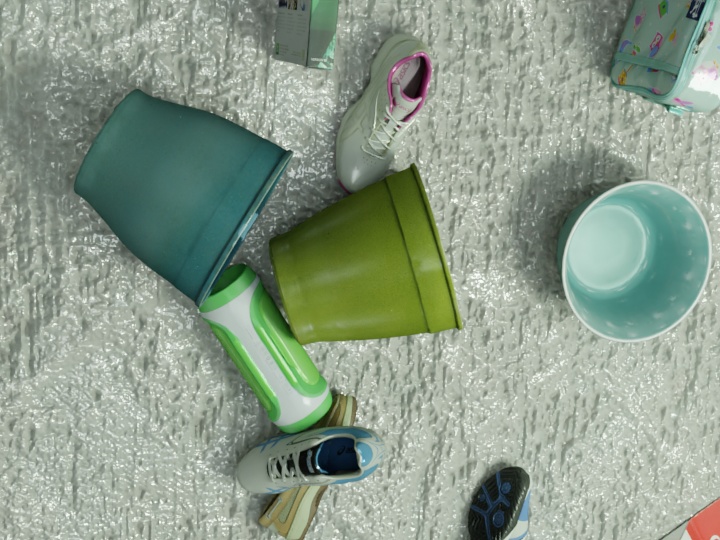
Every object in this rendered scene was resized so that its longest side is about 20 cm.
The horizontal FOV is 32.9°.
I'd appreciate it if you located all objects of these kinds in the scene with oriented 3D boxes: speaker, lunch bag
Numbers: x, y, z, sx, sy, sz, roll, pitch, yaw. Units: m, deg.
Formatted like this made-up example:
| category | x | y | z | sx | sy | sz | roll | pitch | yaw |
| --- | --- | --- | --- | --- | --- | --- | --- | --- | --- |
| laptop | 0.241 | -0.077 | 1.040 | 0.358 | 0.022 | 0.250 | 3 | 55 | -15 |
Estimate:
| category | x | y | z | sx | sy | sz | roll | pitch | yaw |
| --- | --- | --- | --- | --- | --- | --- | --- | --- | --- |
| speaker | -0.114 | 0.094 | 1.455 | 0.088 | 0.088 | 0.201 | -33 | 108 | -5 |
| lunch bag | 0.373 | -0.268 | 1.436 | 0.076 | 0.200 | 0.162 | 19 | 99 | -15 |

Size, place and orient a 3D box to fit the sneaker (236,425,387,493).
| category | x | y | z | sx | sy | sz | roll | pitch | yaw |
| --- | --- | --- | --- | --- | --- | --- | --- | --- | --- |
| sneaker | -0.067 | 0.224 | 1.446 | 0.198 | 0.072 | 0.073 | -15 | 79 | 24 |

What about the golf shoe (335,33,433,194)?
| category | x | y | z | sx | sy | sz | roll | pitch | yaw |
| --- | --- | --- | --- | --- | --- | --- | --- | --- | --- |
| golf shoe | 0.027 | -0.179 | 1.427 | 0.075 | 0.092 | 0.202 | 18 | 99 | -18 |

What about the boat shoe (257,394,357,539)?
| category | x | y | z | sx | sy | sz | roll | pitch | yaw |
| --- | --- | --- | --- | --- | --- | --- | --- | --- | --- |
| boat shoe | -0.070 | 0.238 | 1.513 | 0.076 | 0.072 | 0.201 | 24 | 95 | -2 |

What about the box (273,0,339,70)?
| category | x | y | z | sx | sy | sz | roll | pitch | yaw |
| --- | --- | --- | --- | --- | --- | --- | --- | --- | --- |
| box | -0.055 | -0.327 | 1.343 | 0.036 | 0.144 | 0.202 | 0 | 103 | -19 |

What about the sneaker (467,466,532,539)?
| category | x | y | z | sx | sy | sz | roll | pitch | yaw |
| --- | --- | --- | --- | --- | --- | --- | --- | --- | --- |
| sneaker | 0.185 | 0.352 | 1.607 | 0.077 | 0.076 | 0.202 | 11 | 101 | -39 |

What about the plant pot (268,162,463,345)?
| category | x | y | z | sx | sy | sz | roll | pitch | yaw |
| --- | --- | --- | --- | --- | --- | --- | --- | --- | --- |
| plant pot | 0.000 | 0.000 | 1.420 | 0.191 | 0.201 | 0.202 | -17 | 107 | 1 |

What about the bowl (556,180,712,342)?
| category | x | y | z | sx | sy | sz | roll | pitch | yaw |
| --- | --- | --- | --- | --- | --- | --- | --- | --- | --- |
| bowl | 0.325 | -0.020 | 1.530 | 0.199 | 0.105 | 0.203 | -3 | 103 | -14 |

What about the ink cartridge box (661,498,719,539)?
| category | x | y | z | sx | sy | sz | roll | pitch | yaw |
| --- | --- | --- | --- | --- | --- | --- | --- | --- | --- |
| ink cartridge box | 0.473 | 0.434 | 1.703 | 0.199 | 0.050 | 0.162 | -33 | 108 | -3 |

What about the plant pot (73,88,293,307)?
| category | x | y | z | sx | sy | sz | roll | pitch | yaw |
| --- | --- | --- | --- | --- | --- | --- | --- | --- | --- |
| plant pot | -0.204 | -0.093 | 1.343 | 0.187 | 0.200 | 0.201 | 31 | 94 | -4 |
